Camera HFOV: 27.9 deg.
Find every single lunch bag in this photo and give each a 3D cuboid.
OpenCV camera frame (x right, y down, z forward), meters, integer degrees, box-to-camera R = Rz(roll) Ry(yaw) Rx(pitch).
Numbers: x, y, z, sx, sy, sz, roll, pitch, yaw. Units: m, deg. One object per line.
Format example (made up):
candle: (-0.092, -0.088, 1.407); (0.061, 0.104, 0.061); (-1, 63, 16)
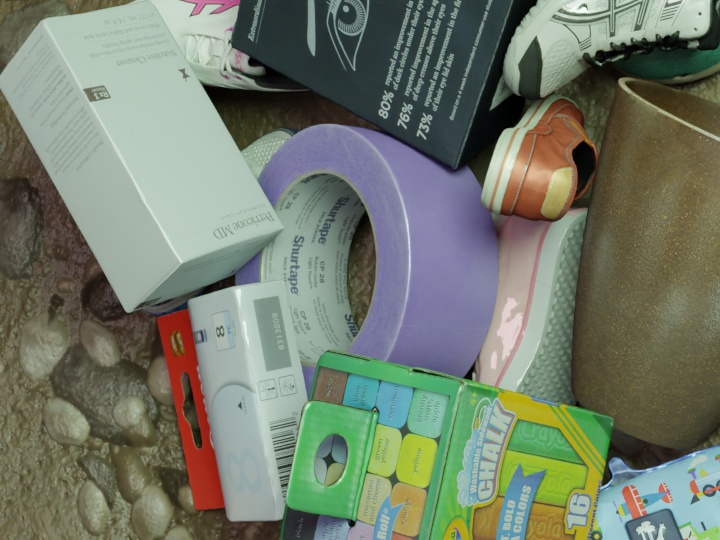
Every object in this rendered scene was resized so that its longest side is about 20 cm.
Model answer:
lunch bag: (0.206, 0.212, 0.928); (0.150, 0.094, 0.201); (-23, 65, 4)

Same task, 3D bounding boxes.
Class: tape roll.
tape roll: (0.000, 0.000, 1.033); (0.199, 0.084, 0.202); (-6, 82, 50)

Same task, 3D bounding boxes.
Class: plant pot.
plant pot: (0.214, 0.005, 0.934); (0.186, 0.186, 0.201); (30, 109, 27)

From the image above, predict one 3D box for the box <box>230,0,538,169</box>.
box: (0.026, -0.189, 0.997); (0.199, 0.104, 0.149); (32, 129, 17)

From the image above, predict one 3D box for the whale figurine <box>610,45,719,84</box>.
whale figurine: (0.208, -0.232, 1.001); (0.158, 0.104, 0.202); (-8, 76, 25)

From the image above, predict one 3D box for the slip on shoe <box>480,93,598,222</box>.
slip on shoe: (0.129, -0.072, 0.970); (0.061, 0.200, 0.075); (19, 108, 11)

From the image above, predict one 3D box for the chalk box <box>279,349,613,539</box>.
chalk box: (0.040, 0.124, 0.880); (0.123, 0.199, 0.126); (9, 86, 45)

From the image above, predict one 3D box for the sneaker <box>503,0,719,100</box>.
sneaker: (0.180, -0.162, 0.907); (0.200, 0.076, 0.088); (-39, 76, 19)

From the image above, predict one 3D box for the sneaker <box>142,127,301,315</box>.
sneaker: (-0.119, -0.038, 1.138); (0.200, 0.085, 0.077); (-43, 66, 13)

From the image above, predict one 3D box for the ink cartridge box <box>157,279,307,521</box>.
ink cartridge box: (-0.106, 0.101, 1.064); (0.199, 0.047, 0.162); (-15, 86, 54)

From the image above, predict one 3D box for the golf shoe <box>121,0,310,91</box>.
golf shoe: (-0.099, -0.175, 1.104); (0.198, 0.092, 0.073); (3, 103, -2)

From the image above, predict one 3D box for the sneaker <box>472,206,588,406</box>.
sneaker: (0.104, 0.043, 1.029); (0.104, 0.075, 0.202); (22, 102, 45)

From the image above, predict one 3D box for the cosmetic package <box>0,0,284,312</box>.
cosmetic package: (-0.156, -0.082, 1.034); (0.081, 0.113, 0.201); (-40, 80, 41)
